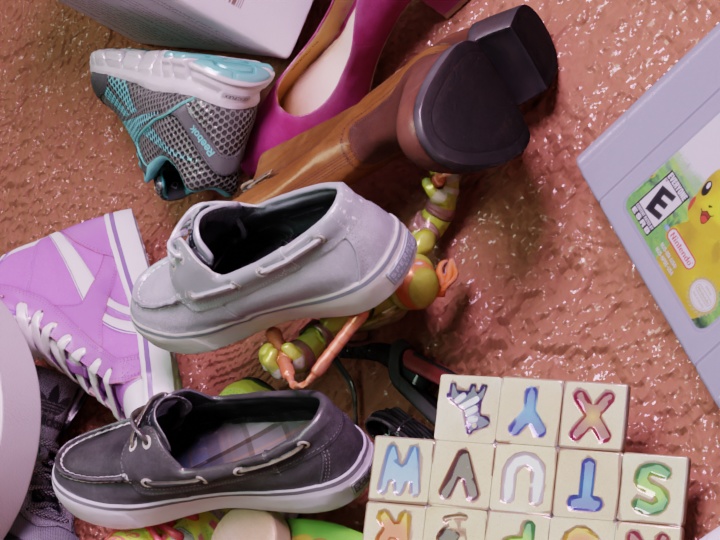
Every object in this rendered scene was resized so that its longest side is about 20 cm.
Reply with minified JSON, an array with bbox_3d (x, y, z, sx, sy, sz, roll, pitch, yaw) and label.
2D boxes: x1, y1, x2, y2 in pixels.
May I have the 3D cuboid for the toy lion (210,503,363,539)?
[{"bbox_3d":[-0.012,0.234,1.183,0.191,0.069,0.201,9,76,39],"label":"toy lion"}]

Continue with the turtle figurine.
[{"bbox_3d":[0.000,0.000,1.271,0.161,0.064,0.200,4,47,52],"label":"turtle figurine"}]

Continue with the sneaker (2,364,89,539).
[{"bbox_3d":[-0.201,0.120,1.404,0.200,0.075,0.114,36,99,50],"label":"sneaker"}]

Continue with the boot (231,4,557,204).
[{"bbox_3d":[-0.005,-0.067,1.241,0.200,0.069,0.188,-25,19,26],"label":"boot"}]

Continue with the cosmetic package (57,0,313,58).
[{"bbox_3d":[-0.126,-0.242,1.423,0.200,0.167,0.167,13,80,55],"label":"cosmetic package"}]

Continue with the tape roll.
[{"bbox_3d":[-0.276,0.095,1.376,0.202,0.037,0.204,-8,76,33],"label":"tape roll"}]

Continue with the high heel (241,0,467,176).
[{"bbox_3d":[-0.022,-0.135,1.338,0.200,0.096,0.068,-39,48,24],"label":"high heel"}]

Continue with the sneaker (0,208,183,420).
[{"bbox_3d":[-0.168,0.051,1.376,0.114,0.073,0.201,-15,40,-8],"label":"sneaker"}]

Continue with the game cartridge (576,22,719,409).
[{"bbox_3d":[0.193,-0.031,1.123,0.133,0.040,0.200,-42,47,17],"label":"game cartridge"}]

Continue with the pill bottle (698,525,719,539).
[{"bbox_3d":[0.176,0.163,0.989,0.200,0.112,0.113,-39,48,26],"label":"pill bottle"}]

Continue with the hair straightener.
[{"bbox_3d":[0.038,0.088,1.211,0.200,0.041,0.077,28,91,48],"label":"hair straightener"}]

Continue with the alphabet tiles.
[{"bbox_3d":[0.074,0.151,1.119,0.166,0.006,0.201,2,80,25],"label":"alphabet tiles"}]

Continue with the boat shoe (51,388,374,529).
[{"bbox_3d":[-0.089,0.093,1.225,0.199,0.066,0.070,-2,45,32],"label":"boat shoe"}]

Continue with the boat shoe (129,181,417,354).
[{"bbox_3d":[-0.061,-0.010,1.208,0.200,0.072,0.070,-13,42,43],"label":"boat shoe"}]

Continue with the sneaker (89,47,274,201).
[{"bbox_3d":[-0.120,-0.089,1.418,0.200,0.077,0.092,-164,80,-66],"label":"sneaker"}]

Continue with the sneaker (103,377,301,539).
[{"bbox_3d":[-0.099,0.150,1.280,0.078,0.090,0.201,10,76,48],"label":"sneaker"}]
